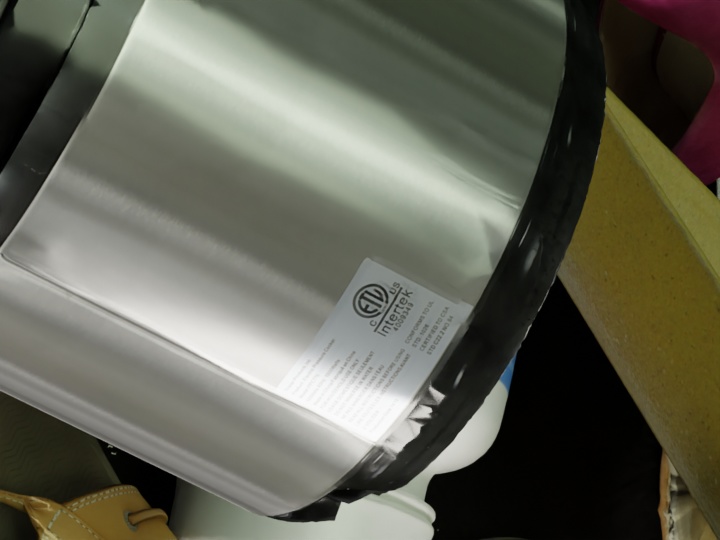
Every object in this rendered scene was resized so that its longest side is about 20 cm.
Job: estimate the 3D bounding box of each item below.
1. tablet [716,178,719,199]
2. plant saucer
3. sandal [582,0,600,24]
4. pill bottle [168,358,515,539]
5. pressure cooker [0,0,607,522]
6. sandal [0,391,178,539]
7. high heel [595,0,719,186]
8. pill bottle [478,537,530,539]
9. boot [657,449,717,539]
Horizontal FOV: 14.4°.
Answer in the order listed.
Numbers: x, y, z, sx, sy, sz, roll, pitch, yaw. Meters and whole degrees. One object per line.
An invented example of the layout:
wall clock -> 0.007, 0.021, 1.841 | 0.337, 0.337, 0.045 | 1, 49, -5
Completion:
tablet -> 0.191, -0.113, 1.038 | 0.129, 0.014, 0.201 | -4, 101, -8
plant saucer -> 0.134, 0.052, 0.914 | 0.200, 0.048, 0.201 | 36, 20, -52
sandal -> 0.089, -0.144, 0.964 | 0.075, 0.048, 0.201 | -31, 140, -30
pill bottle -> 0.000, 0.000, 0.916 | 0.112, 0.112, 0.201 | 19, 75, -28
pressure cooker -> -0.056, -0.047, 0.752 | 0.199, 0.178, 0.177 | 27, 72, -20
sandal -> -0.080, 0.100, 0.855 | 0.080, 0.054, 0.201 | -50, 126, -31
high heel -> 0.090, -0.071, 0.946 | 0.096, 0.200, 0.067 | -44, 73, 9
pill bottle -> 0.085, 0.150, 0.891 | 0.110, 0.200, 0.112 | -1, 93, -25
boot -> 0.200, 0.046, 1.061 | 0.199, 0.066, 0.176 | -10, 83, -28
